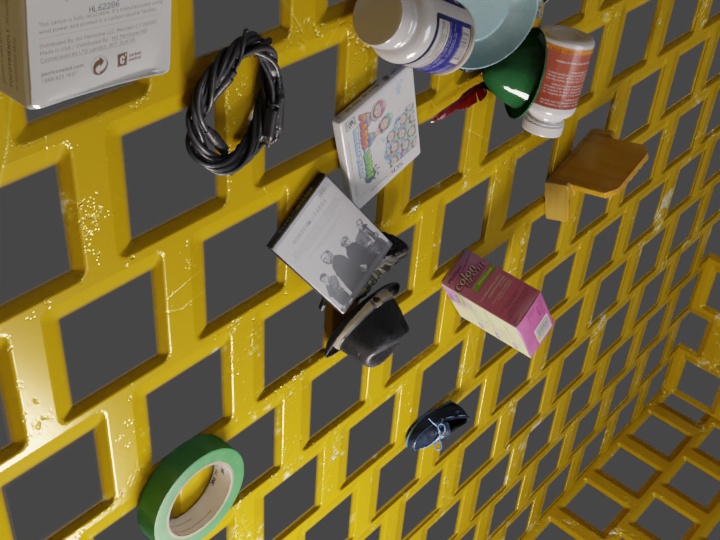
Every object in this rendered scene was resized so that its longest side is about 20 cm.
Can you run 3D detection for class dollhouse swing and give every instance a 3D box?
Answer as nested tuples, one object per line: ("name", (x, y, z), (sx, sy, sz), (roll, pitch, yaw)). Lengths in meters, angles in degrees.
("dollhouse swing", (0.556, -0.203, 2.319), (0.200, 0.175, 0.183), (-46, 147, -23))

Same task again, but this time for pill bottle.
("pill bottle", (0.080, -0.369, 1.515), (0.199, 0.119, 0.121), (-1, 117, -55))
("pill bottle", (0.383, -0.372, 1.975), (0.112, 0.112, 0.202), (-23, 134, -46))

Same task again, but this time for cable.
("cable", (-0.170, -0.229, 1.346), (0.162, 0.051, 0.202), (-27, 140, -36))

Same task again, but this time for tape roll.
("tape roll", (-0.284, 0.376, 1.690), (0.200, 0.048, 0.202), (-37, 143, -34))

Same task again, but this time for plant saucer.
("plant saucer", (0.200, -0.435, 1.669), (0.199, 0.039, 0.202), (-13, 132, -15))

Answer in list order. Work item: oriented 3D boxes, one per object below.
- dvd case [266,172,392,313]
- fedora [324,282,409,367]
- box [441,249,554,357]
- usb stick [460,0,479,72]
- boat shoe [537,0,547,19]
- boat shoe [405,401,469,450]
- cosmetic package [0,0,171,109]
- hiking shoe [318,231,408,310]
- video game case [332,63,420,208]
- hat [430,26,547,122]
("dvd case", (-0.047, -0.042, 1.643), (0.151, 0.025, 0.200), (-54, 129, -10))
("fedora", (0.027, 0.115, 1.831), (0.200, 0.092, 0.201), (-43, 168, -12))
("box", (0.297, 0.072, 2.143), (0.097, 0.199, 0.176), (-54, 149, -10))
("usb stick", (0.198, -0.435, 1.722), (0.055, 0.033, 0.201), (-29, 139, -29))
("boat shoe", (0.329, -0.513, 1.816), (0.202, 0.064, 0.075), (-50, 148, -16))
("boat shoe", (0.188, 0.369, 2.371), (0.199, 0.068, 0.085), (-31, 140, -39))
("cosmetic package", (-0.301, -0.280, 0.942), (0.167, 0.199, 0.168), (-27, 137, -42))
("hiking shoe", (0.000, 0.000, 1.779), (0.199, 0.076, 0.101), (-23, 143, -34))
("video game case", (0.031, -0.222, 1.665), (0.182, 0.024, 0.201), (-44, 146, -26))
("hat", (0.227, -0.371, 1.813), (0.174, 0.201, 0.167), (12, 130, -14))
